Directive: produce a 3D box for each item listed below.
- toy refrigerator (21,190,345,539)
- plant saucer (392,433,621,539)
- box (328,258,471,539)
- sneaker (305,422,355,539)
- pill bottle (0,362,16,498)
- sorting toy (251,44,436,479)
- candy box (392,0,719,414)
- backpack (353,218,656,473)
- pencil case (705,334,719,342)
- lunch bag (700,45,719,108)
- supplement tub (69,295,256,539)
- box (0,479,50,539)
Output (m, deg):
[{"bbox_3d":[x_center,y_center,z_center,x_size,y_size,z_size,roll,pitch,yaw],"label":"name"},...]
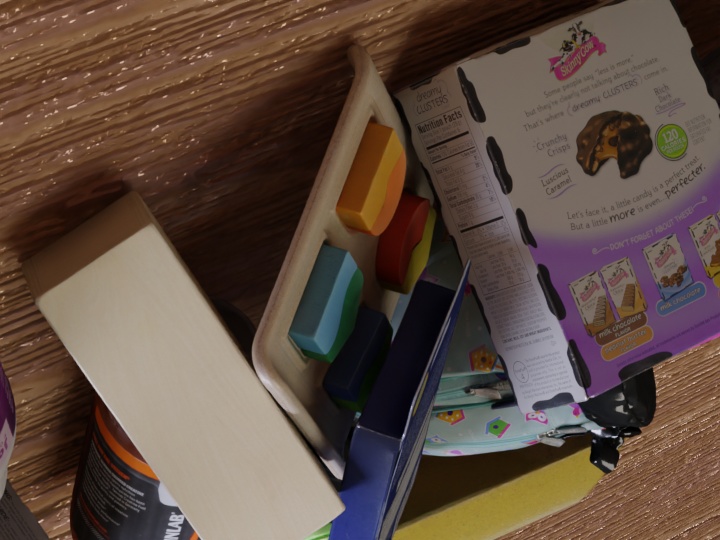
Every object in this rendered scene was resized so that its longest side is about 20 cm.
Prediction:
[{"bbox_3d":[-0.095,0.062,1.509,0.076,0.070,0.200,-34,112,-1],"label":"toy refrigerator"},{"bbox_3d":[0.048,0.138,1.828,0.199,0.200,0.049,-20,107,-24],"label":"plant saucer"},{"bbox_3d":[0.018,0.093,1.582,0.200,0.032,0.121,104,7,-45],"label":"box"},{"bbox_3d":[-0.027,0.108,1.750,0.076,0.084,0.200,-11,-164,6],"label":"sneaker"},{"bbox_3d":[-0.233,0.064,1.408,0.112,0.112,0.200,-32,155,-12],"label":"pill bottle"},{"bbox_3d":[0.000,0.000,1.564,0.185,0.036,0.201,59,45,-66],"label":"sorting toy"},{"bbox_3d":[0.134,-0.043,1.600,0.167,0.201,0.071,-23,-178,-33],"label":"candy box"},{"bbox_3d":[0.072,0.036,1.709,0.199,0.167,0.127,-10,143,18],"label":"backpack"},{"bbox_3d":[0.230,0.019,1.997,0.199,0.088,0.089,-24,153,-29],"label":"pencil case"},{"bbox_3d":[0.302,-0.101,1.742,0.200,0.127,0.169,-39,-157,-30],"label":"lunch bag"},{"bbox_3d":[-0.109,0.100,1.646,0.107,0.107,0.200,-24,152,-28],"label":"supplement tub"},{"bbox_3d":[-0.267,0.218,1.631,0.101,0.113,0.200,-8,143,-50],"label":"box"}]
